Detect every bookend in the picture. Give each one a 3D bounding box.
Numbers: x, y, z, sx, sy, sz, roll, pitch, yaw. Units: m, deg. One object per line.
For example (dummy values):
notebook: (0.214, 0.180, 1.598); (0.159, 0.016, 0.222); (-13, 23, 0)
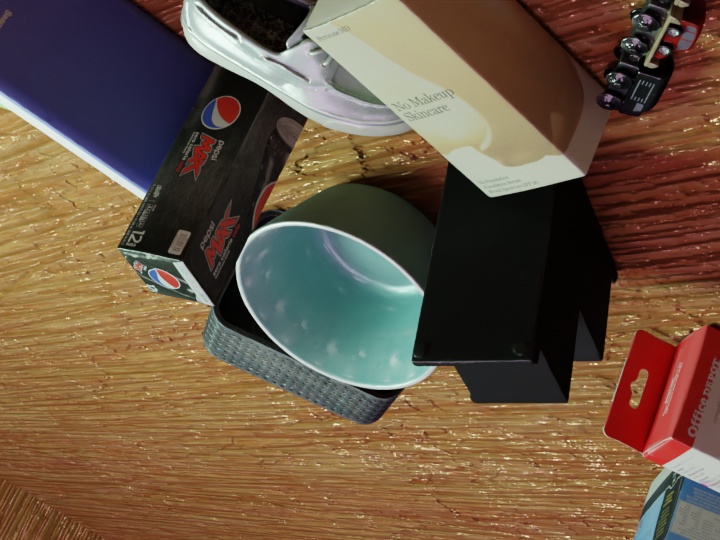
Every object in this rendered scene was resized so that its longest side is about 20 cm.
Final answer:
bookend: (0.129, 0.032, 1.059); (0.092, 0.199, 0.200); (-3, 147, 24)

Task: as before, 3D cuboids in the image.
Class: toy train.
toy train: (0.192, -0.155, 0.844); (0.046, 0.034, 0.200); (19, 155, 4)

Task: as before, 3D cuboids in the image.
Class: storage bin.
storage bin: (-0.040, 0.047, 1.327); (0.200, 0.135, 0.094); (25, 155, -1)

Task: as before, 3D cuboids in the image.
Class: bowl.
bowl: (0.000, 0.000, 1.209); (0.200, 0.105, 0.201); (18, 141, 16)

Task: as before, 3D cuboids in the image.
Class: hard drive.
hard drive: (-0.206, -0.155, 1.079); (0.200, 0.132, 0.025); (35, 154, -23)

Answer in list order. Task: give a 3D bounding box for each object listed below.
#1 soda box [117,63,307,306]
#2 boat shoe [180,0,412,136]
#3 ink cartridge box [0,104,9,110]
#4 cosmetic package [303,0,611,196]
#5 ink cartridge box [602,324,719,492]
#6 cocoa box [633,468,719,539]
soda box: (-0.112, -0.076, 1.072); (0.063, 0.200, 0.071); (11, 153, 27)
boat shoe: (-0.042, -0.163, 0.993); (0.200, 0.070, 0.072); (25, 159, 5)
ink cartridge box: (-0.325, -0.221, 1.133); (0.117, 0.067, 0.200); (19, 156, 13)
cosmetic package: (0.070, -0.141, 0.934); (0.200, 0.071, 0.105); (37, 153, -27)
ink cartridge box: (0.328, 0.130, 1.188); (0.200, 0.116, 0.067); (25, 156, -3)
cocoa box: (0.371, 0.276, 1.420); (0.133, 0.131, 0.200); (21, 155, 7)
